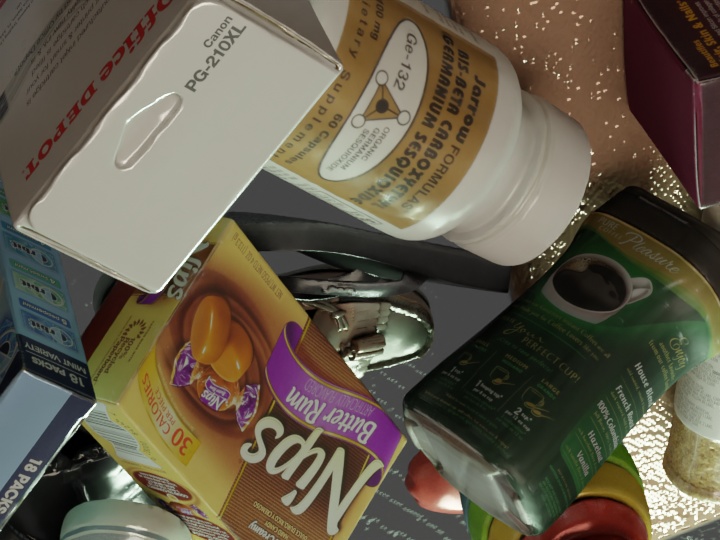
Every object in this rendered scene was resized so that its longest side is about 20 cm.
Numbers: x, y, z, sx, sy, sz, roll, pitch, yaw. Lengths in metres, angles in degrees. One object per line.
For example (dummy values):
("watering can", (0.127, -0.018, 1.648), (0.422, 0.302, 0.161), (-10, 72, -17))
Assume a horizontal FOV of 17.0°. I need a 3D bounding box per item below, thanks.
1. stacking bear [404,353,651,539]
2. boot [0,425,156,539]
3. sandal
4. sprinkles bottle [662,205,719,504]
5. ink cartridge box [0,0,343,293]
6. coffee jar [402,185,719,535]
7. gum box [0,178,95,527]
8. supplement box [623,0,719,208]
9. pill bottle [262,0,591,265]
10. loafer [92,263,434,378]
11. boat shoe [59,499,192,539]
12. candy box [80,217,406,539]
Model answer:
("stacking bear", (0.115, 0.149, 1.384), (0.113, 0.200, 0.122), (5, 122, -21))
("boot", (-0.189, 0.124, 1.306), (0.198, 0.074, 0.163), (-21, 157, -11))
("sandal", (0.001, 0.000, 1.300), (0.200, 0.076, 0.043), (10, 89, -35))
("sprinkles bottle", (0.224, 0.043, 1.431), (0.068, 0.068, 0.201), (-6, 126, -15))
("ink cartridge box", (-0.104, -0.107, 1.129), (0.084, 0.200, 0.145), (29, 111, -32))
("coffee jar", (0.125, 0.045, 1.336), (0.200, 0.104, 0.085), (-43, 138, -15))
("gum box", (-0.209, 0.061, 1.203), (0.044, 0.200, 0.170), (27, 113, -30))
("supplement box", (0.254, -0.117, 1.301), (0.199, 0.110, 0.086), (-14, 128, -8))
("pill bottle", (0.019, -0.080, 1.245), (0.200, 0.114, 0.114), (27, 112, -32))
("loafer", (-0.048, 0.037, 1.337), (0.199, 0.063, 0.072), (6, 120, -22))
("boat shoe", (-0.137, 0.186, 1.289), (0.070, 0.072, 0.201), (13, 148, -10))
("candy box", (-0.065, 0.075, 1.251), (0.117, 0.056, 0.200), (-58, 134, -23))
